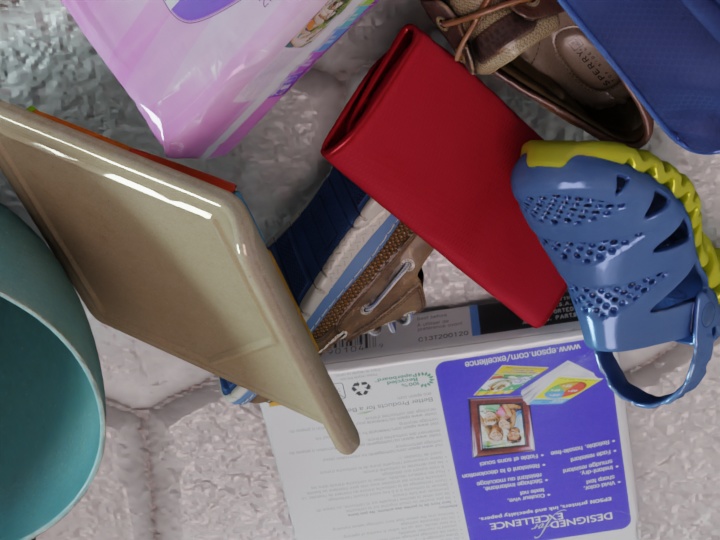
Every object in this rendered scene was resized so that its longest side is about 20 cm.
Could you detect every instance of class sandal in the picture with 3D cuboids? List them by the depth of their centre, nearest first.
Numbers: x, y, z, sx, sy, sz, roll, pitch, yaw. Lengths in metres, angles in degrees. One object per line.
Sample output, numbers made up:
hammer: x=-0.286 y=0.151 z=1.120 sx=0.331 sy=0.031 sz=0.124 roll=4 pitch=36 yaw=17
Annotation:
sandal: x=0.132 y=0.003 z=1.103 sx=0.079 sy=0.087 sz=0.200 roll=4 pitch=154 yaw=37

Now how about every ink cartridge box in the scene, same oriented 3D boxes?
ink cartridge box: x=0.052 y=0.107 z=1.250 sx=0.197 sy=0.043 sz=0.200 roll=-9 pitch=128 yaw=4

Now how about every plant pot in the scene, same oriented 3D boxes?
plant pot: x=-0.224 y=0.030 z=1.108 sx=0.199 sy=0.135 sz=0.200 roll=-2 pitch=131 yaw=-2

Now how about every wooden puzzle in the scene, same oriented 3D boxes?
wooden puzzle: x=-0.091 y=-0.008 z=1.059 sx=0.037 sy=0.200 sz=0.185 roll=-49 pitch=145 yaw=-20

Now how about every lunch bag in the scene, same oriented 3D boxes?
lunch bag: x=0.150 y=-0.158 z=0.971 sx=0.136 sy=0.133 sz=0.200 roll=-31 pitch=126 yaw=21

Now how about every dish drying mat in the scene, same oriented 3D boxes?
dish drying mat: x=0.056 y=-0.043 z=1.086 sx=0.200 sy=0.018 sz=0.077 roll=37 pitch=83 yaw=-49

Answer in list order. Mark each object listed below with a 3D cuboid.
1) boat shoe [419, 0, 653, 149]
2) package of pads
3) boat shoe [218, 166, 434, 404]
boat shoe: x=0.069 y=-0.124 z=1.034 sx=0.072 sy=0.072 sz=0.200 roll=-34 pitch=124 yaw=23
package of pads: x=-0.044 y=-0.155 z=0.971 sx=0.200 sy=0.076 sz=0.121 roll=-44 pitch=77 yaw=28
boat shoe: x=0.000 y=0.000 z=1.132 sx=0.072 sy=0.072 sz=0.200 roll=21 pitch=122 yaw=-29
